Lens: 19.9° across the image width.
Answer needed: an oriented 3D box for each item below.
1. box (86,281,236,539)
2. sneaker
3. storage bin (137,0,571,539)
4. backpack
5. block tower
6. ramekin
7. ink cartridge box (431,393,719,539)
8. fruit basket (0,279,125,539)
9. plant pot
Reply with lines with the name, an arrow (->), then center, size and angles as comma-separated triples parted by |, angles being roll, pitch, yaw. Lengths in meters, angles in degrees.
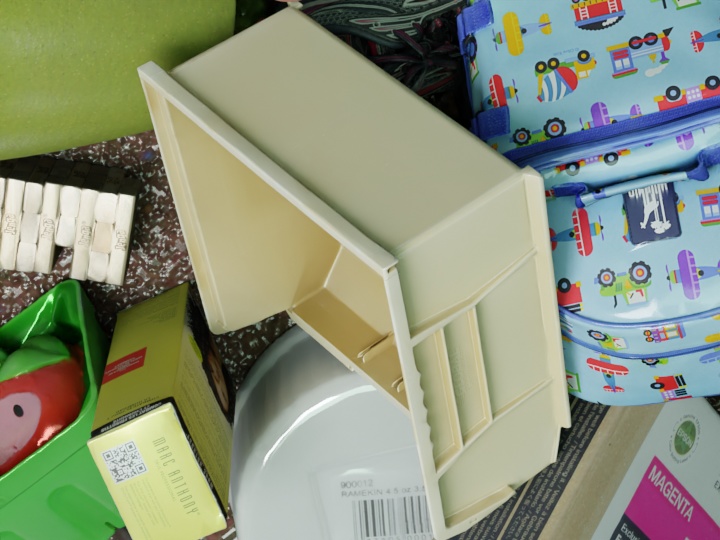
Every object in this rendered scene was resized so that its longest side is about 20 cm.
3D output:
box -> -0.103, 0.074, 1.094 | 0.050, 0.200, 0.076 | -22, 108, 5
sneaker -> 0.037, -0.122, 1.100 | 0.199, 0.075, 0.081 | -17, 107, 4
storage bin -> 0.000, 0.000, 1.009 | 0.093, 0.200, 0.199 | -32, 137, -22
backpack -> 0.140, -0.043, 1.000 | 0.181, 0.135, 0.202 | -8, 70, 12
block tower -> -0.224, -0.037, 1.134 | 0.198, 0.054, 0.058 | 10, 107, -3
ramekin -> 0.019, 0.124, 1.165 | 0.199, 0.098, 0.202 | 0, 108, 0
ink cartridge box -> 0.140, 0.147, 1.109 | 0.200, 0.075, 0.165 | 44, 71, -42
fruit basket -> -0.234, 0.081, 1.134 | 0.214, 0.156, 0.217 | -6, 122, -10
plant pot -> -0.170, -0.137, 1.054 | 0.198, 0.187, 0.189 | 3, 108, -17
